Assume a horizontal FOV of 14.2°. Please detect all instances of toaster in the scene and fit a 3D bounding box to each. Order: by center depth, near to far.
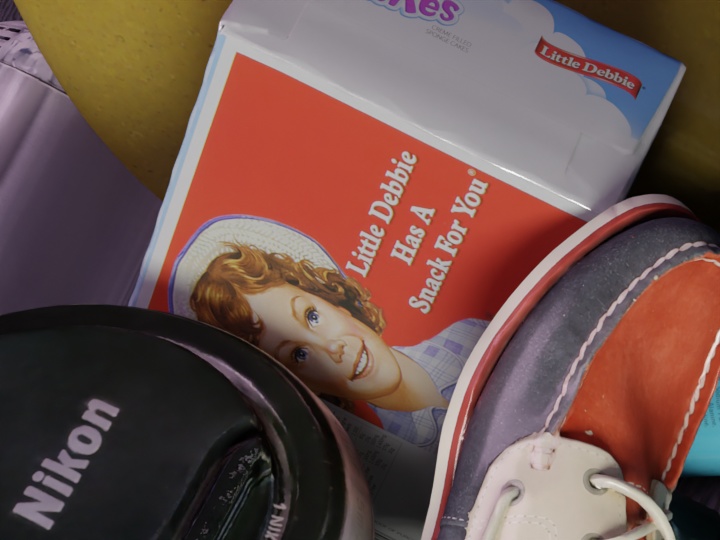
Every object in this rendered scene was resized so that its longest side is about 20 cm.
[{"bbox_3d":[-0.115,-0.010,1.002,0.130,0.113,0.200,-63,13,-4],"label":"toaster"}]

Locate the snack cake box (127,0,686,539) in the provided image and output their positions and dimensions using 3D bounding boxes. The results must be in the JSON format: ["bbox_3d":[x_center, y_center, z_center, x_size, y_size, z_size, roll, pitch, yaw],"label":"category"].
[{"bbox_3d":[0.000,0.000,0.824,0.067,0.115,0.200,-61,-3,-40],"label":"snack cake box"}]

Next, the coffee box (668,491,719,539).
[{"bbox_3d":[0.054,0.168,0.751,0.200,0.044,0.123,-58,29,12],"label":"coffee box"}]

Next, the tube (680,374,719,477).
[{"bbox_3d":[0.130,0.023,0.742,0.200,0.050,0.078,-9,56,52],"label":"tube"}]

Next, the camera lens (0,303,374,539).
[{"bbox_3d":[-0.076,0.122,0.811,0.160,0.159,0.201,-99,7,-47],"label":"camera lens"}]

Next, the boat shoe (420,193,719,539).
[{"bbox_3d":[0.046,0.077,0.720,0.063,0.071,0.201,27,87,53],"label":"boat shoe"}]

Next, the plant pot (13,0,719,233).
[{"bbox_3d":[0.006,-0.115,0.901,0.195,0.199,0.195,-25,47,51],"label":"plant pot"}]
